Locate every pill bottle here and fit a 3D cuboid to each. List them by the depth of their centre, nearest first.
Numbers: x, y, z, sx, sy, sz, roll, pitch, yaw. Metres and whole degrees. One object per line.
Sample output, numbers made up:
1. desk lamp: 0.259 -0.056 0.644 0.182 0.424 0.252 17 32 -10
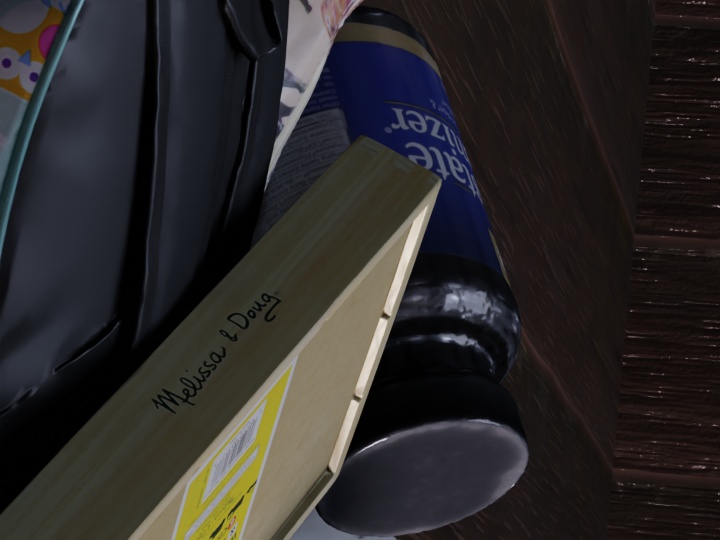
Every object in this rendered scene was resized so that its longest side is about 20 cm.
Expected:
1. pill bottle: 0.000 0.000 0.948 0.112 0.112 0.200 72 1 -57

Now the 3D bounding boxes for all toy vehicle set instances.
1. toy vehicle set: -0.047 0.063 0.603 0.200 0.027 0.124 -49 163 -47

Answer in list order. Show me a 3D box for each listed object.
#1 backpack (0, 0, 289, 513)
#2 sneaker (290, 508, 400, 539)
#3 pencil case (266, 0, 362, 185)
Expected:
1. backpack: -0.103 -0.028 0.608 0.200 0.153 0.176 -67 166 16
2. sneaker: -0.020 0.109 0.956 0.075 0.200 0.100 -21 -125 65
3. pencil case: -0.054 -0.060 0.833 0.200 0.089 0.078 -61 179 -2
